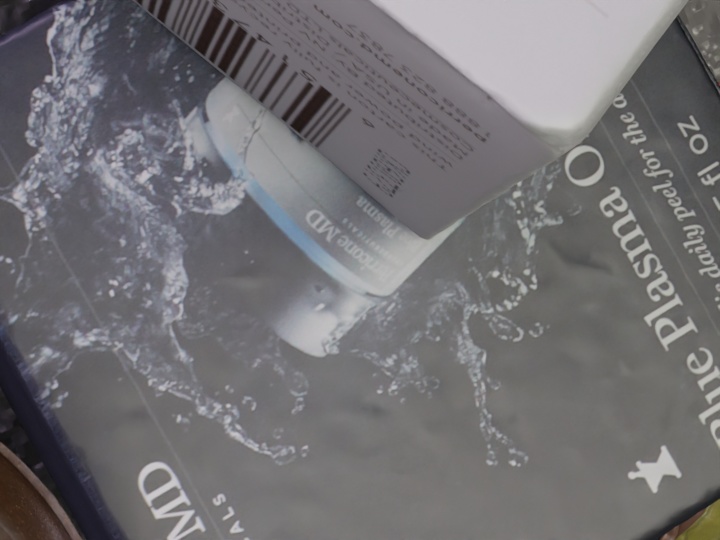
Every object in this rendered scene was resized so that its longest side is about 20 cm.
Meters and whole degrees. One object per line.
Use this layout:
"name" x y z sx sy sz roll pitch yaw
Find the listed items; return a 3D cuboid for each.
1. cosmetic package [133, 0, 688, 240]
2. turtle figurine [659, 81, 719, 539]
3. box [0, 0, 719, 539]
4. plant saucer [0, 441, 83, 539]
"cosmetic package" 0.026 -0.140 0.613 0.164 0.165 0.200 38 81 -3
"turtle figurine" 0.103 0.057 0.848 0.161 0.064 0.201 32 90 -23
"box" 0.000 0.000 0.741 0.199 0.117 0.198 -31 92 -10
"plant saucer" -0.156 0.127 0.746 0.198 0.032 0.202 -1 82 7
